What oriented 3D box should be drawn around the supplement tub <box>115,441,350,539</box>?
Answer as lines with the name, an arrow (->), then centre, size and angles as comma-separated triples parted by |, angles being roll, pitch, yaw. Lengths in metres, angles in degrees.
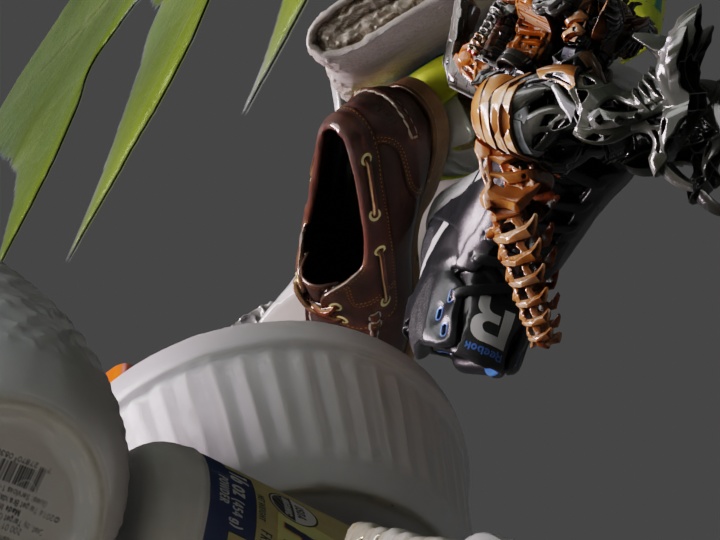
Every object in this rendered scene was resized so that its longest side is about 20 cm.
supplement tub -> -0.028, 0.170, 0.965 | 0.144, 0.200, 0.145 | -52, 20, 29

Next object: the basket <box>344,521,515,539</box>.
basket -> 0.057, 0.197, 0.692 | 0.200, 0.198, 0.161 | -66, 13, -9

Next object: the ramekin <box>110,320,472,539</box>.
ramekin -> -0.039, 0.128, 1.093 | 0.203, 0.202, 0.094 | -55, 30, 22

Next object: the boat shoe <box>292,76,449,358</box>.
boat shoe -> -0.006, -0.009, 1.279 | 0.070, 0.070, 0.200 | -30, -42, -40

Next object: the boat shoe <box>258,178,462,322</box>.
boat shoe -> 0.000, 0.000, 1.381 | 0.200, 0.072, 0.069 | -60, 2, 18

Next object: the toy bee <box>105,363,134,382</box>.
toy bee -> -0.220, 0.146, 1.782 | 0.200, 0.109, 0.131 | -14, 37, 36

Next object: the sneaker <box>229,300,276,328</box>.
sneaker -> -0.085, 0.106, 1.466 | 0.200, 0.069, 0.100 | -59, 2, -7

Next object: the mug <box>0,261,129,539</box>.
mug -> -0.181, 0.053, 0.908 | 0.148, 0.200, 0.175 | -54, 26, -5

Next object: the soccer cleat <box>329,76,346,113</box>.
soccer cleat -> 0.036, -0.146, 1.515 | 0.200, 0.070, 0.087 | 151, 127, -65

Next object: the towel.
towel -> 0.067, -0.151, 1.250 | 0.200, 0.035, 0.133 | -31, -11, 2

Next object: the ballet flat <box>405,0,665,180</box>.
ballet flat -> 0.078, -0.093, 1.255 | 0.200, 0.067, 0.067 | -37, 43, 24

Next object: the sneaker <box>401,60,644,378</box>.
sneaker -> 0.081, -0.011, 1.162 | 0.200, 0.073, 0.112 | 129, 158, -58

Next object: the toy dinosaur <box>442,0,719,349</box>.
toy dinosaur -> 0.097, -0.072, 1.063 | 0.102, 0.135, 0.200 | -23, -66, -60
